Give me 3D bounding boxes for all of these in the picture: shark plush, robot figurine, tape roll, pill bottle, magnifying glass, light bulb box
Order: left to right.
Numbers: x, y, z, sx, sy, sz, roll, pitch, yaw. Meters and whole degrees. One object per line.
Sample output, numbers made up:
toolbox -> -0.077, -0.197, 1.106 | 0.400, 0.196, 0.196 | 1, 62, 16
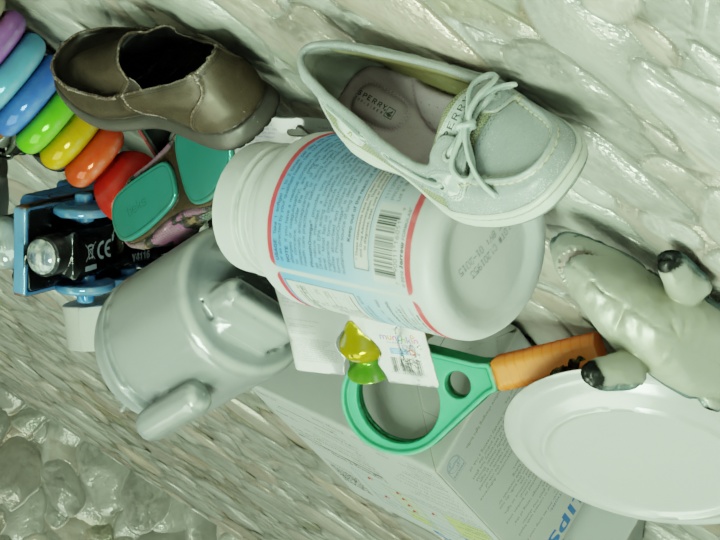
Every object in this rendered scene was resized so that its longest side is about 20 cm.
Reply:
tape roll -> -0.134, 0.030, 1.996 | 0.201, 0.037, 0.203 | -7, -176, 0
robot figurine -> -0.115, 0.041, 1.811 | 0.113, 0.170, 0.200 | 35, 144, -21
pill bottle -> 0.006, -0.026, 1.541 | 0.199, 0.109, 0.109 | 12, 156, 43
light bulb box -> 0.053, 0.109, 1.908 | 0.197, 0.125, 0.200 | 23, 164, 36
magnifying glass -> 0.075, 0.075, 1.736 | 0.199, 0.022, 0.080 | -15, 97, 27
shark plush -> 0.203, 0.033, 1.505 | 0.199, 0.091, 0.083 | 17, -166, -23

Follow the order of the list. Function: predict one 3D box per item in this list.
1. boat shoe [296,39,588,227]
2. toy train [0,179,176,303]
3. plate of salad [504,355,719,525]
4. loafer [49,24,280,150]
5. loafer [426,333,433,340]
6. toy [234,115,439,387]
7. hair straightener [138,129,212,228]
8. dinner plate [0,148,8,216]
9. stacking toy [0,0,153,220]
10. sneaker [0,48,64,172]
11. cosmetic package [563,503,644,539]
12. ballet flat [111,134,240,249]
boat shoe -> 0.041, -0.080, 1.392 | 0.065, 0.075, 0.202 | 39, 173, -41
toy train -> -0.208, -0.028, 1.974 | 0.113, 0.088, 0.200 | 7, -167, 31
plate of salad -> 0.195, 0.111, 1.700 | 0.198, 0.048, 0.201 | 12, 149, 7
loafer -> -0.134, -0.134, 1.648 | 0.199, 0.073, 0.071 | 12, 147, 43
loafer -> 0.000, 0.000, 1.776 | 0.076, 0.068, 0.199 | 43, 164, -33
toy -> -0.010, -0.020, 1.677 | 0.114, 0.047, 0.201 | 6, 122, 32
hair straightener -> -0.110, -0.065, 1.861 | 0.077, 0.041, 0.200 | 28, 160, 21
dinner plate -> -0.314, -0.127, 1.983 | 0.200, 0.024, 0.201 | -25, -90, -85
stacking toy -> -0.219, -0.111, 1.850 | 0.200, 0.086, 0.085 | 41, 166, -13
sneaker -> -0.265, -0.119, 1.971 | 0.074, 0.080, 0.200 | 28, 167, 15
cosmetic package -> 0.133, 0.250, 2.053 | 0.122, 0.200, 0.200 | 30, 166, 13
ballet flat -> -0.105, -0.066, 1.761 | 0.071, 0.070, 0.200 | -6, 164, -31
